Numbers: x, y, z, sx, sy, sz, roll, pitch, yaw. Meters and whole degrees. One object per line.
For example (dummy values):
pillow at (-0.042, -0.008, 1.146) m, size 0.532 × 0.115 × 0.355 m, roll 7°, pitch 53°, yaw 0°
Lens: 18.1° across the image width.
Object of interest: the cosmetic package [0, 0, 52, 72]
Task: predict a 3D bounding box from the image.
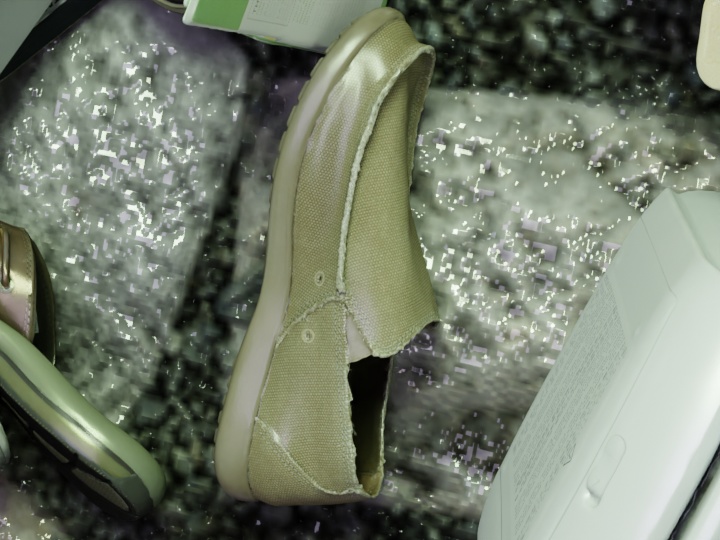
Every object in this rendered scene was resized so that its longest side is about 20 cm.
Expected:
cosmetic package at (-0.195, -0.074, 0.875) m, size 0.082 × 0.051 × 0.201 m, roll 32°, pitch 81°, yaw 18°

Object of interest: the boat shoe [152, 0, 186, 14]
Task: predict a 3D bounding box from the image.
boat shoe at (-0.101, -0.193, 0.865) m, size 0.073 × 0.065 × 0.201 m, roll -28°, pitch 83°, yaw 8°

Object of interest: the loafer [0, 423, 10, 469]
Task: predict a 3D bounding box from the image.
loafer at (-0.230, 0.029, 0.915) m, size 0.200 × 0.070 × 0.070 m, roll 35°, pitch 68°, yaw 11°

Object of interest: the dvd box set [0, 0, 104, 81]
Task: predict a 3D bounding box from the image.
dvd box set at (-0.156, -0.199, 0.934) m, size 0.146 × 0.029 × 0.201 m, roll -35°, pitch 80°, yaw 16°

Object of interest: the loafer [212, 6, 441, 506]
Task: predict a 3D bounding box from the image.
loafer at (0.000, 0.000, 0.867) m, size 0.067 × 0.076 × 0.201 m, roll 18°, pitch 106°, yaw 15°

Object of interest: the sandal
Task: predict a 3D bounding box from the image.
sandal at (-0.143, 0.018, 0.923) m, size 0.201 × 0.080 × 0.057 m, roll 44°, pitch 77°, yaw 11°

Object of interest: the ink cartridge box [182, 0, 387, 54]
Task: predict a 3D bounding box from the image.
ink cartridge box at (-0.021, -0.153, 0.799) m, size 0.048 × 0.200 × 0.146 m, roll 22°, pitch 98°, yaw 17°

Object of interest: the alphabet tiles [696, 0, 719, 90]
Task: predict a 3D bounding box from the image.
alphabet tiles at (0.163, -0.157, 0.745) m, size 0.195 × 0.015 × 0.201 m, roll 1°, pitch 81°, yaw 48°

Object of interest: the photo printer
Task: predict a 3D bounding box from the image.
photo printer at (0.099, 0.063, 0.763) m, size 0.069 × 0.200 × 0.167 m, roll 27°, pitch 100°, yaw -2°
